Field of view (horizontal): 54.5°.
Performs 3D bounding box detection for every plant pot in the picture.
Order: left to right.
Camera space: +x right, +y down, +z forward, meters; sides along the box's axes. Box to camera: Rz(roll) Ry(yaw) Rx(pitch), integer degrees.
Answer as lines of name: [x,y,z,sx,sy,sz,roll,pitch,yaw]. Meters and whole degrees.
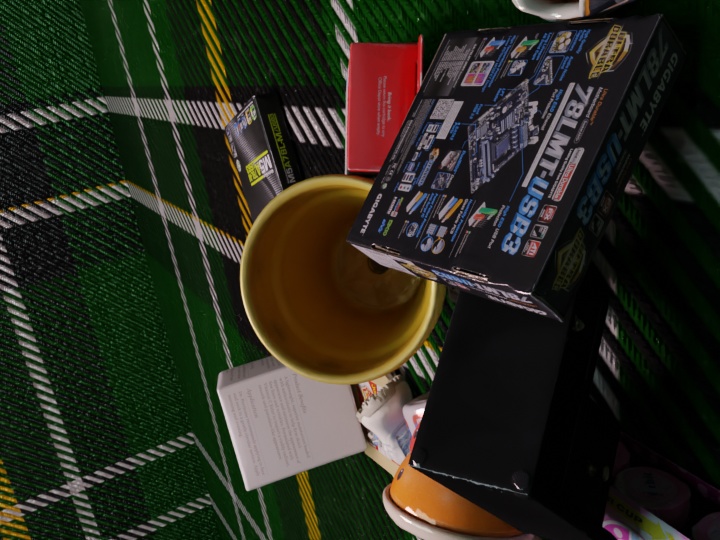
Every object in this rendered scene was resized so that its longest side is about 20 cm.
plant pot: [0.000,0.000,0.744,0.189,0.199,0.203,-24,-83,-73]

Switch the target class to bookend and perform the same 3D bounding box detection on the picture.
bookend: [0.148,0.092,0.539,0.091,0.201,0.200,2,152,39]

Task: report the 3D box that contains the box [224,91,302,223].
box: [-0.161,-0.176,1.179,0.200,0.047,0.196,-8,97,65]

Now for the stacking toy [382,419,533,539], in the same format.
stacking toy: [0.105,0.143,0.655,0.146,0.145,0.203,11,92,61]

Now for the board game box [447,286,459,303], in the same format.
board game box: [0.135,-0.054,0.641,0.147,0.064,0.202,26,131,55]

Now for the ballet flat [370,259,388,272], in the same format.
ballet flat: [0.038,-0.030,0.858,0.067,0.068,0.202,-22,88,40]

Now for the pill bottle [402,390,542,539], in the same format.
pill bottle: [0.131,0.228,0.781,0.112,0.111,0.202,-30,80,64]

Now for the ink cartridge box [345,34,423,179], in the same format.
ink cartridge box: [0.019,-0.152,0.689,0.200,0.066,0.118,-122,33,-86]

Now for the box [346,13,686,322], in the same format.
box: [0.100,-0.083,0.508,0.198,0.049,0.202,18,80,50]

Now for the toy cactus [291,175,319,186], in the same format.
toy cactus: [-0.027,-0.035,0.929,0.164,0.102,0.200,38,165,15]

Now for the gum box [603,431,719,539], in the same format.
gum box: [0.249,0.225,0.591,0.200,0.066,0.115,30,133,55]

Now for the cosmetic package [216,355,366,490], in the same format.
cosmetic package: [-0.114,0.224,1.132,0.165,0.198,0.167,-177,71,-79]

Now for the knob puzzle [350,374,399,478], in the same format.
knob puzzle: [0.049,0.222,1.036,0.220,0.030,0.222,43,142,46]

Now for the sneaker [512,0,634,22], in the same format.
sneaker: [0.175,-0.212,0.439,0.200,0.079,0.079,-23,85,63]

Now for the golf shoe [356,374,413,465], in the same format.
golf shoe: [0.055,0.197,0.867,0.097,0.078,0.200,45,170,26]
